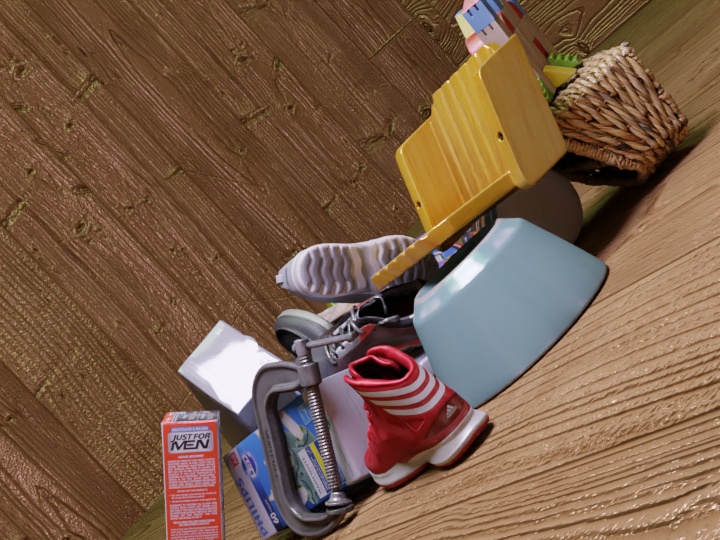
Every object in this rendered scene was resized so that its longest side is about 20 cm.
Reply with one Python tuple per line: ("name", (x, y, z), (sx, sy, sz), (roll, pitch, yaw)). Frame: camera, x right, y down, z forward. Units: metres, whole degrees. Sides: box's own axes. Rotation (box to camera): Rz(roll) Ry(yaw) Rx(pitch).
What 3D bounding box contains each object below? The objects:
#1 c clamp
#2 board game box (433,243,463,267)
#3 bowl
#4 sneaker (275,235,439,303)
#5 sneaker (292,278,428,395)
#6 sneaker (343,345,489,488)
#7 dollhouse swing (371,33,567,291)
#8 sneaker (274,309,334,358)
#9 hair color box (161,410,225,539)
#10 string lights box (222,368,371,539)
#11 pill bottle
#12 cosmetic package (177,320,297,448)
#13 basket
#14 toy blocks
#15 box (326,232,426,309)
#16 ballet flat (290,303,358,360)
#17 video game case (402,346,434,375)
("c clamp", (-0.051, 0.161, 1.193), (0.027, 0.203, 0.170), (-14, 6, -41))
("board game box", (0.092, 0.008, 1.475), (0.102, 0.020, 0.200), (-36, 14, -7))
("bowl", (0.126, 0.027, 1.180), (0.201, 0.105, 0.201), (-44, 3, 3))
("sneaker", (0.000, 0.000, 1.345), (0.198, 0.076, 0.082), (6, -8, -35))
("sneaker", (-0.001, 0.061, 1.283), (0.199, 0.078, 0.082), (-32, -35, 13))
("sneaker", (0.029, 0.120, 1.100), (0.078, 0.116, 0.200), (-46, 4, -31))
("dollhouse swing", (0.076, -0.105, 1.260), (0.174, 0.184, 0.200), (-19, -9, -27))
("sneaker", (-0.042, 0.125, 1.354), (0.106, 0.199, 0.075), (-45, -32, -21))
("hair color box", (-0.174, 0.254, 1.312), (0.063, 0.203, 0.111), (-2, -1, -6))
("string lights box", (-0.054, 0.191, 1.274), (0.059, 0.104, 0.200), (-18, -17, -42))
("pill bottle", (0.181, -0.053, 1.476), (0.106, 0.106, 0.200), (-45, 3, -12))
("cosmetic package", (-0.125, 0.158, 1.468), (0.090, 0.106, 0.201), (-51, -33, -16))
("basket", (0.247, -0.138, 1.360), (0.149, 0.143, 0.200), (-42, 8, -8))
("toy blocks", (0.158, -0.249, 1.363), (0.100, 0.137, 0.200), (-37, 9, 24))
("box", (0.046, 0.041, 1.586), (0.199, 0.117, 0.049), (-34, -41, -16))
("ballet flat", (-0.025, 0.077, 1.489), (0.200, 0.068, 0.068), (-45, 28, 40))
("video game case", (0.109, 0.052, 1.364), (0.199, 0.023, 0.182), (-37, 8, -18))
